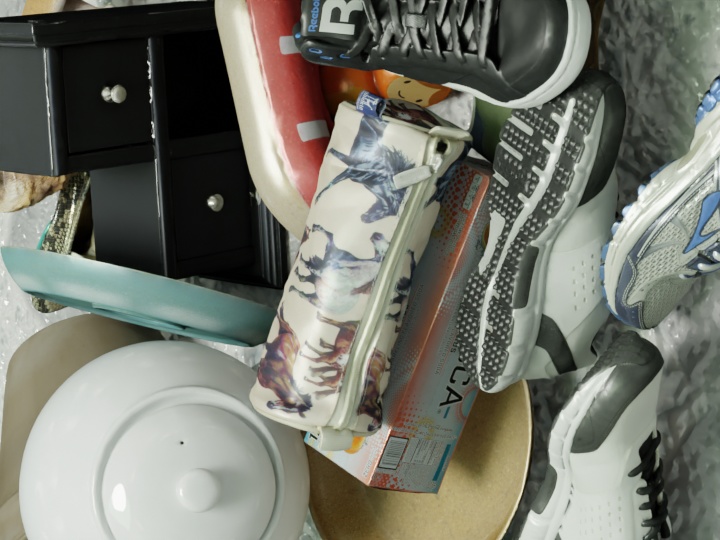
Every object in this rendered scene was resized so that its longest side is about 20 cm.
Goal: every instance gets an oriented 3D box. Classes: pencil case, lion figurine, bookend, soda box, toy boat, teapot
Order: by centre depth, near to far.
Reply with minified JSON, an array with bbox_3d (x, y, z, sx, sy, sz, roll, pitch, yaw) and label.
[{"bbox_3d":[0.000,0.000,1.158,0.089,0.078,0.200,-150,76,-70],"label":"pencil case"},{"bbox_3d":[0.041,0.030,1.213,0.068,0.064,0.200,31,103,45],"label":"soda box"},{"bbox_3d":[-0.002,-0.112,1.252,0.131,0.131,0.200,-13,89,18],"label":"toy boat"},{"bbox_3d":[-0.110,0.130,1.254,0.146,0.197,0.200,160,109,-71],"label":"teapot"},{"bbox_3d":[-0.155,-0.075,1.344,0.092,0.200,0.199,8,104,46],"label":"bookend"},{"bbox_3d":[-0.216,-0.136,1.431,0.122,0.072,0.200,6,82,49],"label":"lion figurine"}]

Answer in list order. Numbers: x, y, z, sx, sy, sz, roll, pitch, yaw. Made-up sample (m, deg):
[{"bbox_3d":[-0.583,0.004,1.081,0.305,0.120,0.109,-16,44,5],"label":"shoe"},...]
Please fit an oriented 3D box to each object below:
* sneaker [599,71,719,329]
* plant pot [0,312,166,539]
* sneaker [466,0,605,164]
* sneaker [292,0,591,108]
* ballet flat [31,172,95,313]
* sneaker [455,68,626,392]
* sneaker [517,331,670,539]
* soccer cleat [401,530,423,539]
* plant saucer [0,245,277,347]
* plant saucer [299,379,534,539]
[{"bbox_3d":[0.198,-0.031,1.076,0.085,0.077,0.200,45,131,21],"label":"sneaker"},{"bbox_3d":[-0.176,0.131,1.443,0.200,0.200,0.174,-50,46,40],"label":"plant pot"},{"bbox_3d":[0.091,-0.150,1.161,0.090,0.067,0.200,17,114,38],"label":"sneaker"},{"bbox_3d":[0.029,-0.130,1.104,0.200,0.112,0.073,14,101,60],"label":"sneaker"},{"bbox_3d":[-0.193,-0.041,1.494,0.075,0.068,0.200,31,117,28],"label":"ballet flat"},{"bbox_3d":[0.114,-0.024,1.138,0.074,0.080,0.200,56,139,47],"label":"sneaker"},{"bbox_3d":[0.147,0.117,1.146,0.080,0.074,0.200,32,140,22],"label":"sneaker"},{"bbox_3d":[0.060,0.206,1.284,0.200,0.067,0.081,-2,84,47],"label":"soccer cleat"},{"bbox_3d":[-0.146,0.021,1.358,0.200,0.200,0.027,7,81,45],"label":"plant saucer"},{"bbox_3d":[0.042,0.105,1.271,0.200,0.035,0.200,-10,75,44],"label":"plant saucer"}]
